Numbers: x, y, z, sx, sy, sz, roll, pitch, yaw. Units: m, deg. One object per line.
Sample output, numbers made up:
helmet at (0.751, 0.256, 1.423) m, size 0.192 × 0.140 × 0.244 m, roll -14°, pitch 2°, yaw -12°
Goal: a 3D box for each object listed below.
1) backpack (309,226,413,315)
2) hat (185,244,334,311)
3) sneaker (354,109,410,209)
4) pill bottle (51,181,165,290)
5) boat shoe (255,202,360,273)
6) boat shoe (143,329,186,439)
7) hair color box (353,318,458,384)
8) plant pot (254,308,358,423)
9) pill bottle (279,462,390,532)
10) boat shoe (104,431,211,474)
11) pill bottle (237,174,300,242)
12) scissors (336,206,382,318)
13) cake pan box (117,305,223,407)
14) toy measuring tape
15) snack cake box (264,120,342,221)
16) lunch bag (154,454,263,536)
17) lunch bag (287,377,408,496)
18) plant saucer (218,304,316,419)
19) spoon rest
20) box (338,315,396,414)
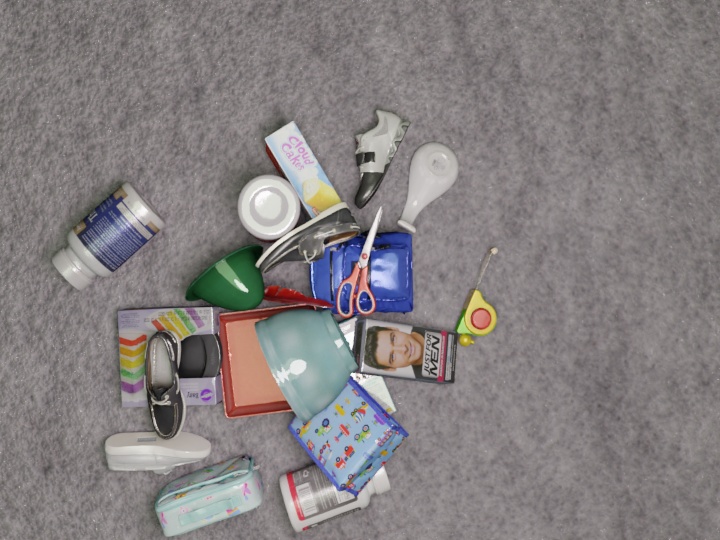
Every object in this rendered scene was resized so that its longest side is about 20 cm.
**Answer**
backpack at (0.000, 0.000, 1.518) m, size 0.196 × 0.168 × 0.165 m, roll 0°, pitch 84°, yaw 1°
hat at (-0.199, 0.067, 1.470) m, size 0.200 × 0.165 × 0.177 m, roll -42°, pitch 78°, yaw 37°
sneaker at (0.018, -0.219, 1.569) m, size 0.088 × 0.074 × 0.202 m, roll 26°, pitch 78°, yaw -5°
pill bottle at (-0.470, -0.060, 1.498) m, size 0.200 × 0.111 × 0.111 m, roll -42°, pitch 93°, yaw -5°
boat shoe at (-0.092, -0.046, 1.424) m, size 0.198 × 0.072 × 0.068 m, roll -30°, pitch 83°, yaw -15°
boat shoe at (-0.359, 0.211, 1.468) m, size 0.073 × 0.060 × 0.204 m, roll 3°, pitch 91°, yaw 6°
hair color box at (0.085, 0.157, 1.543) m, size 0.197 × 0.060 × 0.101 m, roll 10°, pitch 79°, yaw -21°
plant pot at (-0.085, 0.151, 1.444) m, size 0.133 × 0.200 × 0.202 m, roll -27°, pitch 92°, yaw -1°
pill bottle at (-0.047, 0.412, 1.535) m, size 0.197 × 0.111 × 0.112 m, roll -19°, pitch 91°, yaw -5°
boat shoe at (-0.384, 0.353, 1.529) m, size 0.197 × 0.072 × 0.070 m, roll 0°, pitch 111°, yaw -12°
pill bottle at (-0.166, -0.109, 1.483) m, size 0.110 × 0.200 × 0.114 m, roll 0°, pitch 89°, yaw -5°
scissors at (-0.002, -0.015, 1.424) m, size 0.072 × 0.014 × 0.204 m, roll 5°, pitch 97°, yaw 8°
cake pan box at (-0.355, 0.162, 1.523) m, size 0.196 × 0.052 × 0.188 m, roll -1°, pitch 92°, yaw 6°
toy measuring tape at (0.248, 0.059, 1.588) m, size 0.073 × 0.074 × 0.203 m, roll 23°, pitch 88°, yaw -5°
snack cake box at (-0.105, -0.171, 1.532) m, size 0.067 × 0.115 × 0.202 m, roll -32°, pitch 93°, yaw -5°
lunch bag at (-0.275, 0.413, 1.489) m, size 0.197 × 0.160 × 0.078 m, roll -20°, pitch 92°, yaw -4°
lunch bag at (-0.037, 0.284, 1.482) m, size 0.151 × 0.094 × 0.200 m, roll -48°, pitch 59°, yaw -1°
plant saucer at (-0.173, 0.173, 1.559) m, size 0.196 × 0.037 × 0.203 m, roll -7°, pitch 90°, yaw -3°
spoon rest at (0.125, -0.163, 1.591) m, size 0.099 × 0.061 × 0.202 m, roll 30°, pitch 74°, yaw -6°
box at (-0.006, 0.195, 1.571) m, size 0.081 × 0.049 × 0.203 m, roll -23°, pitch 92°, yaw -5°
